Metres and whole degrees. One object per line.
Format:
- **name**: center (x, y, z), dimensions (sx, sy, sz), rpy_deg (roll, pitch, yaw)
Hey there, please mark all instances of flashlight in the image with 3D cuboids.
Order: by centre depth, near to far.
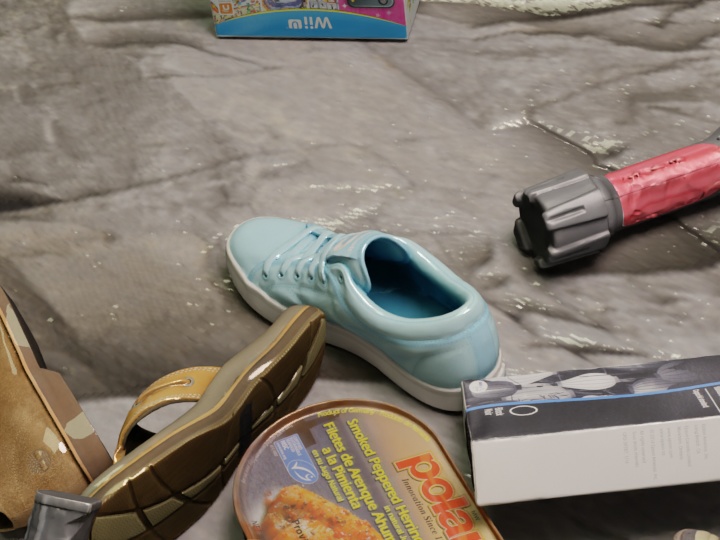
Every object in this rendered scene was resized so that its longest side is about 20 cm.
- **flashlight**: center (0.193, -0.056, 0.930), dimensions (0.200, 0.068, 0.068), rpy_deg (-19, 39, -13)

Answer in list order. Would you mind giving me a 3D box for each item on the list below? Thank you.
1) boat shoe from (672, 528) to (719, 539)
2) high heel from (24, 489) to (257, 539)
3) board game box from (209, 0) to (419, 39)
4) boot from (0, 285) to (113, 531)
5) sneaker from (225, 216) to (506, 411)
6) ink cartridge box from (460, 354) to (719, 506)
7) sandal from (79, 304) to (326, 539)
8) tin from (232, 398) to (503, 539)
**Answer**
- **boat shoe**: center (0.161, 0.193, 0.661), dimensions (0.073, 0.075, 0.200), rpy_deg (3, 45, 12)
- **high heel**: center (-0.072, 0.190, 0.699), dimensions (0.200, 0.071, 0.143), rpy_deg (13, 87, 12)
- **board game box**: center (-0.040, -0.261, 1.087), dimensions (0.147, 0.200, 0.064), rpy_deg (2, 44, 12)
- **boot**: center (-0.208, 0.061, 0.867), dimensions (0.075, 0.074, 0.200), rpy_deg (-32, 49, -11)
- **sneaker**: center (0.000, 0.000, 0.887), dimensions (0.200, 0.082, 0.074), rpy_deg (25, 51, 31)
- **ink cartridge box**: center (0.152, 0.076, 0.787), dimensions (0.200, 0.039, 0.099), rpy_deg (-5, 13, 1)
- **sandal**: center (-0.089, 0.078, 0.817), dimensions (0.054, 0.080, 0.200), rpy_deg (28, 46, 19)
- **tin**: center (0.011, 0.144, 0.765), dimensions (0.112, 0.042, 0.200), rpy_deg (-22, 45, -10)
